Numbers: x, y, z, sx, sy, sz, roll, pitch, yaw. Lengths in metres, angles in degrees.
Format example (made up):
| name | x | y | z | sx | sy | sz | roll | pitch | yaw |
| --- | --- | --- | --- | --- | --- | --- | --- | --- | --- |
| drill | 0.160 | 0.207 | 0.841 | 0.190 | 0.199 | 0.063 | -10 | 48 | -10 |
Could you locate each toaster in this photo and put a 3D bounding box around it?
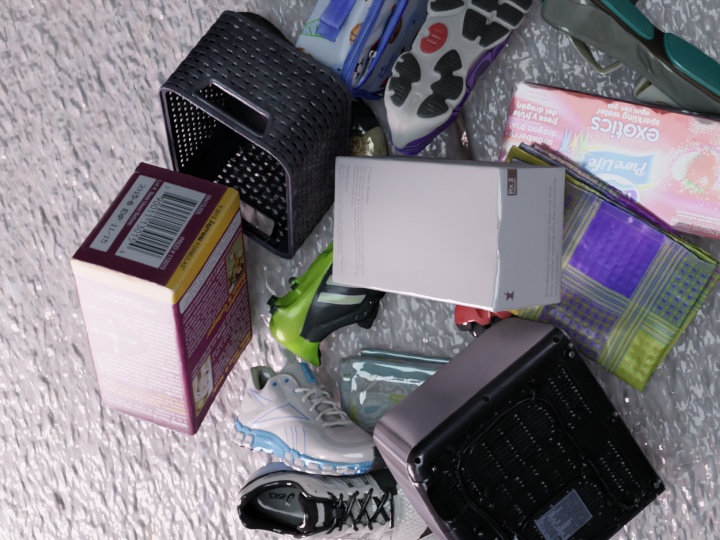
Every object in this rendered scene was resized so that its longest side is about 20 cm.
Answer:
| name | x | y | z | sx | sy | sz | roll | pitch | yaw |
| --- | --- | --- | --- | --- | --- | --- | --- | --- | --- |
| toaster | 0.125 | 0.166 | 1.224 | 0.199 | 0.119 | 0.182 | -39 | 107 | -9 |

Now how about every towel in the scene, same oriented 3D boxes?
| name | x | y | z | sx | sy | sz | roll | pitch | yaw |
| --- | --- | --- | --- | --- | --- | --- | --- | --- | --- |
| towel | 0.182 | -0.002 | 1.215 | 0.199 | 0.023 | 0.144 | 32 | 119 | 5 |
| towel | 0.071 | 0.166 | 1.339 | 0.198 | 0.048 | 0.173 | 7 | 100 | 16 |

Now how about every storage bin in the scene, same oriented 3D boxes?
| name | x | y | z | sx | sy | sz | roll | pitch | yaw |
| --- | --- | --- | --- | --- | --- | --- | --- | --- | --- |
| storage bin | -0.088 | -0.113 | 1.272 | 0.134 | 0.200 | 0.094 | 32 | 70 | 12 |

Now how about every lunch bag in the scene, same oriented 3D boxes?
| name | x | y | z | sx | sy | sz | roll | pitch | yaw |
| --- | --- | --- | --- | --- | --- | --- | --- | --- | --- |
| lunch bag | 0.019 | -0.237 | 1.255 | 0.075 | 0.160 | 0.202 | 28 | 98 | 12 |

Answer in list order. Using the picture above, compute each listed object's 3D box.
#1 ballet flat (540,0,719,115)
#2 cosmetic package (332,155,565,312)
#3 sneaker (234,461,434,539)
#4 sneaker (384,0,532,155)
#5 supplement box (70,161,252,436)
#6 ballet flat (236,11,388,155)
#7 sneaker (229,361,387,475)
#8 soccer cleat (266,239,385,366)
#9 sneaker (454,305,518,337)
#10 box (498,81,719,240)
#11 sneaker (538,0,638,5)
| name | x | y | z | sx | sy | sz | roll | pitch | yaw |
| --- | --- | --- | --- | --- | --- | --- | --- | --- | --- |
| ballet flat | 0.236 | -0.179 | 1.235 | 0.199 | 0.068 | 0.064 | 35 | 125 | -12 |
| cosmetic package | 0.068 | -0.035 | 1.194 | 0.199 | 0.081 | 0.114 | 11 | 102 | 47 |
| sneaker | -0.017 | 0.215 | 1.302 | 0.198 | 0.088 | 0.077 | -2 | 95 | 16 |
| sneaker | 0.076 | -0.183 | 1.263 | 0.080 | 0.084 | 0.201 | 32 | 65 | 10 |
| supplement box | -0.171 | 0.027 | 1.306 | 0.102 | 0.131 | 0.201 | 16 | 138 | 15 |
| ballet flat | -0.056 | -0.159 | 1.341 | 0.200 | 0.057 | 0.067 | 42 | 106 | 9 |
| sneaker | -0.048 | 0.129 | 1.320 | 0.199 | 0.074 | 0.088 | 11 | 96 | 46 |
| soccer cleat | 0.000 | 0.000 | 1.341 | 0.081 | 0.068 | 0.200 | 41 | 101 | -15 |
| sneaker | 0.164 | -0.015 | 1.279 | 0.198 | 0.071 | 0.099 | -19 | 92 | 19 |
| box | 0.223 | -0.094 | 1.239 | 0.198 | 0.103 | 0.096 | 13 | 98 | 14 |
| sneaker | 0.160 | -0.277 | 1.252 | 0.199 | 0.079 | 0.096 | 29 | 118 | 1 |
